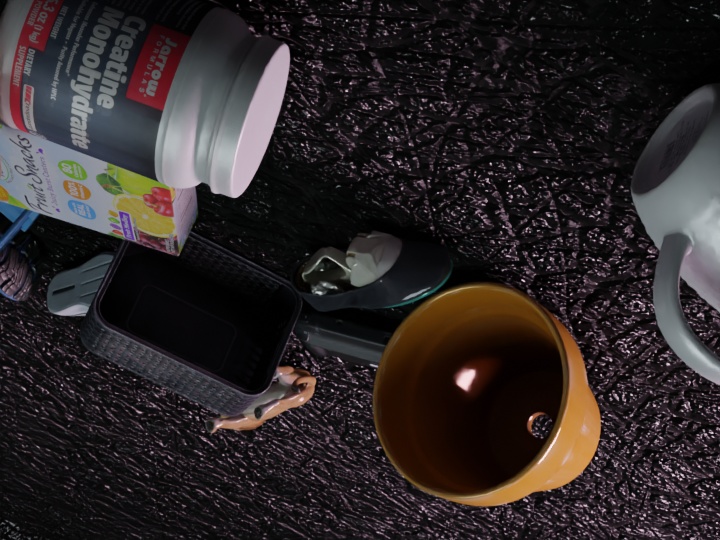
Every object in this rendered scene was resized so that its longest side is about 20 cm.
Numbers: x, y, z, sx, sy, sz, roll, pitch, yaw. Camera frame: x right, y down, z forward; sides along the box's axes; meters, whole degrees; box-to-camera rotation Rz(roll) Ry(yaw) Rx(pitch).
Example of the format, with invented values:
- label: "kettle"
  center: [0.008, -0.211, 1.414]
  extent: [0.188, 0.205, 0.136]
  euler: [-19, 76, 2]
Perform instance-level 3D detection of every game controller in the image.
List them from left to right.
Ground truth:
- label: "game controller"
  center: [0.024, 0.085, 1.458]
  extent: [0.198, 0.043, 0.104]
  euler: [15, 168, 16]

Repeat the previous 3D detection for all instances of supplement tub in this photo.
- label: "supplement tub"
  center: [-0.167, -0.147, 1.032]
  extent: [0.198, 0.141, 0.141]
  euler: [20, 154, 4]

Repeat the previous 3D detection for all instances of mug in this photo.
- label: "mug"
  center: [0.262, -0.016, 0.884]
  extent: [0.175, 0.201, 0.148]
  euler: [33, 158, -10]

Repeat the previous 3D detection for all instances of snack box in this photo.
- label: "snack box"
  center: [-0.244, -0.092, 1.164]
  extent: [0.198, 0.053, 0.143]
  euler: [17, 152, 5]

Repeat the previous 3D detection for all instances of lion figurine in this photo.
- label: "lion figurine"
  center: [-0.111, 0.154, 1.641]
  extent: [0.199, 0.073, 0.122]
  euler: [-11, 173, 39]

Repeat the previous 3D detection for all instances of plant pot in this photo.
- label: "plant pot"
  center: [0.141, 0.133, 1.298]
  extent: [0.198, 0.202, 0.183]
  euler: [4, 165, 32]

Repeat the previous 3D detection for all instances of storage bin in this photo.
- label: "storage bin"
  center: [-0.178, 0.049, 1.419]
  extent: [0.199, 0.136, 0.094]
  euler: [27, 153, -11]

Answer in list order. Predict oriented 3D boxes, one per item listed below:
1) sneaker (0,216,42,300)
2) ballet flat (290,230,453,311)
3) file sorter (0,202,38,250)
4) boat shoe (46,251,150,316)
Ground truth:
- label: "sneaker"
  center: [-0.442, -0.041, 1.546]
  extent: [0.078, 0.076, 0.200]
  euler: [7, 143, 47]
- label: "ballet flat"
  center: [0.000, 0.000, 1.270]
  extent: [0.073, 0.074, 0.199]
  euler: [36, 153, -28]
- label: "file sorter"
  center: [-0.399, -0.071, 1.331]
  extent: [0.139, 0.123, 0.200]
  euler: [42, 157, -10]
- label: "boat shoe"
  center: [-0.288, 0.020, 1.551]
  extent: [0.062, 0.073, 0.199]
  euler: [10, 170, -40]
